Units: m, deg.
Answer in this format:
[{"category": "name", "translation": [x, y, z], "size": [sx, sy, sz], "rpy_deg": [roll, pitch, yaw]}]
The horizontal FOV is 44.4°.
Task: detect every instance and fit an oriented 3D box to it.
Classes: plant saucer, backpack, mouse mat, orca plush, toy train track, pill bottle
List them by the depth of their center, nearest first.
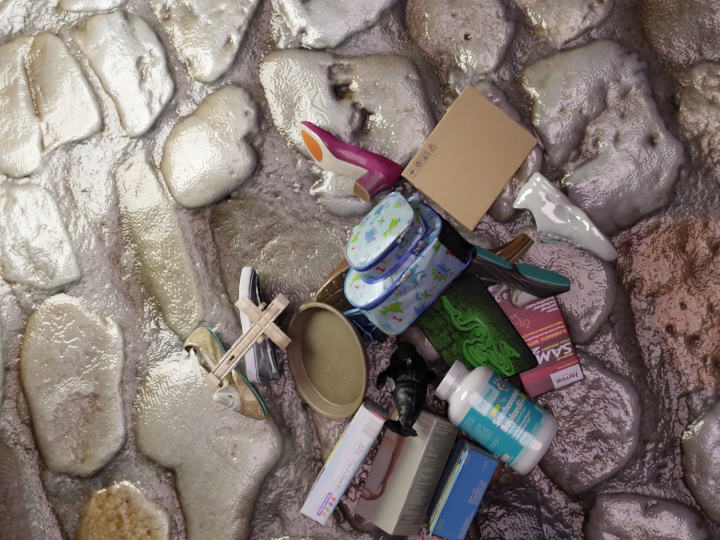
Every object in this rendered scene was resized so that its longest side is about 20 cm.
[{"category": "backpack", "translation": [0.058, -0.016, 1.420], "size": [0.146, 0.183, 0.201], "rpy_deg": [36, 99, -24]}, {"category": "orca plush", "translation": [0.069, 0.177, 1.457], "size": [0.103, 0.201, 0.072], "rpy_deg": [7, 127, 17]}, {"category": "pill bottle", "translation": [0.220, 0.236, 1.459], "size": [0.198, 0.111, 0.112], "rpy_deg": [35, 90, 8]}, {"category": "mouse mat", "translation": [0.185, 0.108, 1.474], "size": [0.160, 0.008, 0.201], "rpy_deg": [-28, 107, 37]}, {"category": "toy train track", "translation": [-0.194, 0.121, 1.500], "size": [0.114, 0.033, 0.201], "rpy_deg": [42, 90, -1]}, {"category": "plant saucer", "translation": [-0.053, 0.152, 1.504], "size": [0.198, 0.029, 0.205], "rpy_deg": [14, 110, 42]}]

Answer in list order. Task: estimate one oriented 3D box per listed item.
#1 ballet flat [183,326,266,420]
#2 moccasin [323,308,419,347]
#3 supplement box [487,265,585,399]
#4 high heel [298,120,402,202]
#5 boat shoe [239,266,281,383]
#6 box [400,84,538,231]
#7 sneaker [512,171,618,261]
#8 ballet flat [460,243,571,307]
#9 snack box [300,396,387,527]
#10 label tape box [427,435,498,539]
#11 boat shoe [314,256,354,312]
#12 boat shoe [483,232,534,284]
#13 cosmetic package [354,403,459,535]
[{"category": "ballet flat", "translation": [-0.244, 0.193, 1.548], "size": [0.065, 0.071, 0.201], "rpy_deg": [-30, 74, -36]}, {"category": "moccasin", "translation": [0.032, 0.091, 1.524], "size": [0.196, 0.080, 0.070], "rpy_deg": [-15, 83, 5]}, {"category": "supplement box", "translation": [0.297, 0.106, 1.508], "size": [0.107, 0.061, 0.204], "rpy_deg": [-21, 86, 4]}, {"category": "high heel", "translation": [-0.020, -0.211, 1.572], "size": [0.096, 0.068, 0.200], "rpy_deg": [-39, 79, -27]}, {"category": "boat shoe", "translation": [-0.172, 0.094, 1.549], "size": [0.066, 0.072, 0.205], "rpy_deg": [-6, 87, 5]}, {"category": "box", "translation": [0.192, -0.197, 1.551], "size": [0.163, 0.021, 0.201], "rpy_deg": [38, 89, 1]}, {"category": "sneaker", "translation": [0.350, -0.073, 1.518], "size": [0.200, 0.075, 0.089], "rpy_deg": [44, 104, 12]}, {"category": "ballet flat", "translation": [0.247, 0.015, 1.454], "size": [0.196, 0.068, 0.069], "rpy_deg": [19, 113, -7]}, {"category": "snack box", "translation": [-0.024, 0.317, 1.485], "size": [0.052, 0.142, 0.202], "rpy_deg": [31, 89, 5]}, {"category": "label tape box", "translation": [0.165, 0.359, 1.434], "size": [0.062, 0.200, 0.147], "rpy_deg": [25, 89, 4]}, {"category": "boat shoe", "translation": [0.000, -0.001, 1.543], "size": [0.199, 0.068, 0.072], "rpy_deg": [-41, 113, 0]}, {"category": "boat shoe", "translation": [0.206, -0.009, 1.518], "size": [0.199, 0.072, 0.068], "rpy_deg": [-38, 85, 2]}, {"category": "cosmetic package", "translation": [0.080, 0.332, 1.485], "size": [0.086, 0.103, 0.204], "rpy_deg": [20, 87, 33]}]
